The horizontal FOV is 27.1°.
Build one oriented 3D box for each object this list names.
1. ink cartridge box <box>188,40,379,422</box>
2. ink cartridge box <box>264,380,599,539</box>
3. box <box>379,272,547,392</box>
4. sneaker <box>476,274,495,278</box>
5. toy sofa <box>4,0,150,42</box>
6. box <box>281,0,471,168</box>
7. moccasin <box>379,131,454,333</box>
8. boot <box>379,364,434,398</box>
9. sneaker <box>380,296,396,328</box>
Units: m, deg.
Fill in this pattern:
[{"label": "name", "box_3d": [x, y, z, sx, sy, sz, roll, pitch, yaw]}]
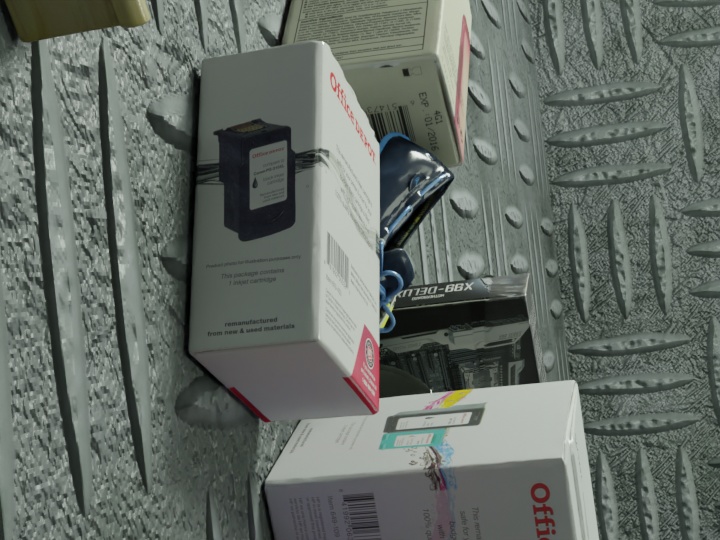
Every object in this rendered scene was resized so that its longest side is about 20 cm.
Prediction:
[{"label": "ink cartridge box", "box_3d": [-0.043, -0.022, 0.947, 0.145, 0.084, 0.201, 56, 31, -63]}, {"label": "ink cartridge box", "box_3d": [0.058, 0.175, 1.029, 0.146, 0.199, 0.147, -56, 139, -70]}, {"label": "box", "box_3d": [0.076, 0.109, 1.238, 0.050, 0.157, 0.201, -67, 149, -65]}, {"label": "sneaker", "box_3d": [0.171, 0.081, 1.820, 0.200, 0.082, 0.073, -84, 160, -46]}, {"label": "toy sofa", "box_3d": [-0.107, -0.192, 0.731, 0.200, 0.097, 0.083, -77, 156, -57]}, {"label": "box", "box_3d": [0.016, -0.177, 1.181, 0.200, 0.127, 0.109, -82, 161, -46]}, {"label": "moccasin", "box_3d": [0.009, -0.010, 1.061, 0.081, 0.068, 0.200, 107, 9, -70]}, {"label": "boot", "box_3d": [0.041, 0.179, 1.182, 0.069, 0.200, 0.174, -48, 167, -41]}, {"label": "sneaker", "box_3d": [0.000, 0.000, 1.153, 0.077, 0.075, 0.200, 88, 12, -49]}]
